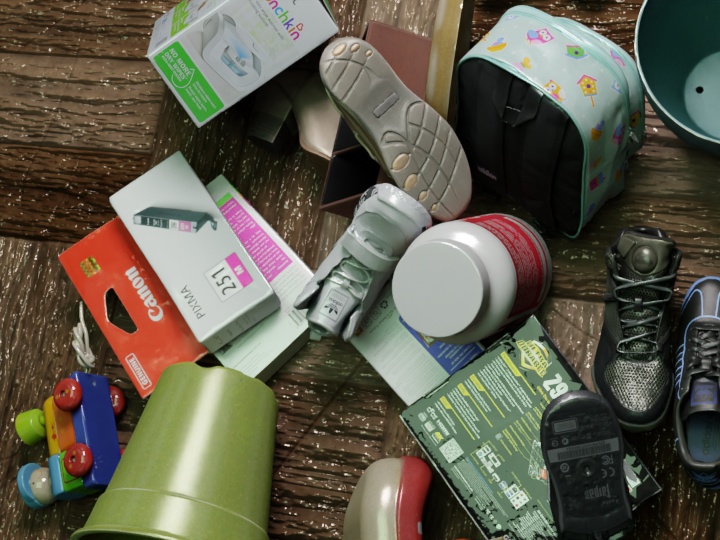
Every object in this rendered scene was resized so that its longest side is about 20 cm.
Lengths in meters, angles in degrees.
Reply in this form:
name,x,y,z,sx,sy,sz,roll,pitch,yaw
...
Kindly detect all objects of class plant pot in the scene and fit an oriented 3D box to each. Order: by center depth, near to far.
name,x,y,z,sx,sy,sz,roll,pitch,yaw
plant pot,0.354,-0.188,1.382,0.199,0.135,0.201,-2,75,7
plant pot,-0.159,0.199,1.444,0.199,0.200,0.191,4,63,20
plant pot,0.088,-0.215,1.454,0.027,0.200,0.201,9,77,6

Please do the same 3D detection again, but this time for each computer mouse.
name,x,y,z,sx,sy,sz,roll,pitch,yaw
computer mouse,0.178,0.211,1.323,0.140,0.046,0.201,-16,94,3

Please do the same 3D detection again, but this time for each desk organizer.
name,x,y,z,sx,sy,sz,roll,pitch,yaw
desk organizer,0.020,-0.147,1.485,0.077,0.072,0.201,16,62,-8

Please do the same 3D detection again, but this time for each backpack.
name,x,y,z,sx,sy,sz,roll,pitch,yaw
backpack,0.180,-0.153,1.405,0.176,0.200,0.153,37,74,26

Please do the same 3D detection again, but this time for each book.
name,x,y,z,sx,sy,sz,roll,pitch,yaw
book,-0.130,0.011,1.551,0.134,0.048,0.200,-43,67,1

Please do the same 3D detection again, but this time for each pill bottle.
name,x,y,z,sx,sy,sz,roll,pitch,yaw
pill bottle,0.102,0.008,1.372,0.112,0.200,0.113,2,96,21

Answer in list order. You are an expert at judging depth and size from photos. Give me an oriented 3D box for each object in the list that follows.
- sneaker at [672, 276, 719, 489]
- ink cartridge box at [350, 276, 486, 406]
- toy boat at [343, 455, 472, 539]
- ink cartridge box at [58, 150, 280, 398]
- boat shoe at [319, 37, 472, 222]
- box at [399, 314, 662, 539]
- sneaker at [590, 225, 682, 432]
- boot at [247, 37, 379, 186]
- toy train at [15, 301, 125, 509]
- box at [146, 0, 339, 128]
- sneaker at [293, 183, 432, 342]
name,x,y,z,sx,sy,sz,roll,pitch,yaw
sneaker,0.321,0.097,1.348,0.070,0.078,0.201,-4,74,18
ink cartridge box,0.077,0.096,1.457,0.095,0.037,0.200,-44,64,3
toy boat,0.057,0.274,1.381,0.130,0.131,0.201,1,73,-12
ink cartridge box,-0.205,0.002,1.527,0.173,0.044,0.200,-34,67,-3
boat shoe,0.034,-0.133,1.397,0.076,0.072,0.200,-36,95,-8
box,0.156,0.167,1.374,0.159,0.049,0.200,-37,81,2
sneaker,0.250,0.041,1.341,0.076,0.114,0.200,4,57,13
boot,-0.020,-0.170,1.557,0.199,0.070,0.147,26,73,13
toy train,-0.316,0.146,1.562,0.115,0.085,0.201,-24,67,26
box,-0.123,-0.257,1.537,0.176,0.200,0.097,-34,109,6
sneaker,0.000,0.000,1.412,0.075,0.200,0.115,33,65,-3
